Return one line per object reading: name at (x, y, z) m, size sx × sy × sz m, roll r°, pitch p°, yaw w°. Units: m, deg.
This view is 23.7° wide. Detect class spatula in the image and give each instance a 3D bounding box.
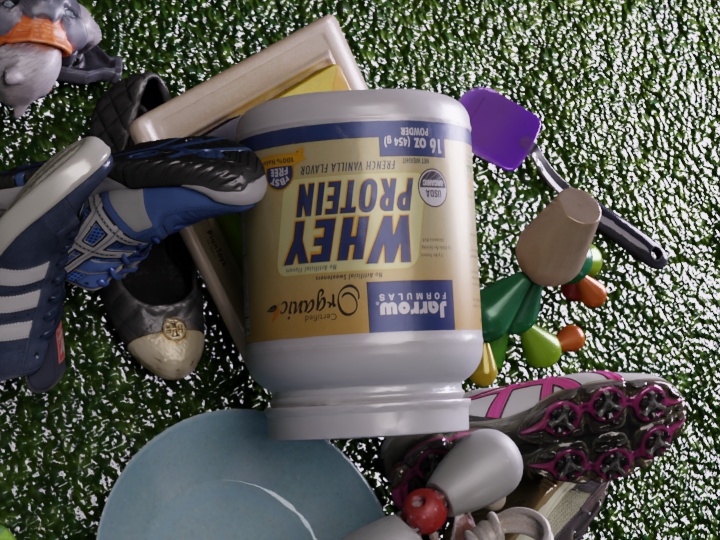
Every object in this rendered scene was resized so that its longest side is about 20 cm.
spatula at (0.150, -0.064, 1.265) m, size 0.200 × 0.021 × 0.057 m, roll 37°, pitch 64°, yaw -12°

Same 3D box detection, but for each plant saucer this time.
plant saucer at (-0.072, 0.186, 1.044) m, size 0.200 × 0.039 × 0.202 m, roll 9°, pitch 68°, yaw -24°

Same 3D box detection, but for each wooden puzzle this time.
wooden puzzle at (-0.038, -0.052, 1.119) m, size 0.200 × 0.037 × 0.185 m, roll -36°, pitch 105°, yaw -39°

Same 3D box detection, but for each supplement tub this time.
supplement tub at (0.000, 0.000, 1.033) m, size 0.144 × 0.144 × 0.201 m, roll -1°, pitch 85°, yaw -28°

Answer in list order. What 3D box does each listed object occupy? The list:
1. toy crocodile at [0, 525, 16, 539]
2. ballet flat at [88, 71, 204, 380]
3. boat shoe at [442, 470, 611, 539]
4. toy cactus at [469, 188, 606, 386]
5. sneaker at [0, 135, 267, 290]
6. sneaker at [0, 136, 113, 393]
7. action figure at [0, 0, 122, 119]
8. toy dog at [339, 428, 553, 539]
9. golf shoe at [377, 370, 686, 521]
toy crocodile at (-0.208, 0.206, 0.949) m, size 0.062 × 0.068 × 0.201 m, roll -12°, pitch 75°, yaw -9°
ballet flat at (-0.135, -0.029, 1.080) m, size 0.066 × 0.057 × 0.201 m, roll -4°, pitch 73°, yaw -30°
boat shoe at (0.123, 0.156, 1.146) m, size 0.201 × 0.072 × 0.066 m, roll -39°, pitch 124°, yaw -46°
toy cactus at (0.108, 0.004, 1.143) m, size 0.200 × 0.165 × 0.102 m, roll -18°, pitch 60°, yaw -37°
sneaker at (-0.138, -0.033, 1.016) m, size 0.076 × 0.199 × 0.077 m, roll -28°, pitch 109°, yaw -58°
sneaker at (-0.187, 0.015, 0.975) m, size 0.084 × 0.200 × 0.075 m, roll 39°, pitch 20°, yaw -10°
action figure at (-0.238, -0.185, 1.061) m, size 0.199 × 0.105 × 0.194 m, roll -2°, pitch 63°, yaw -31°
toy dog at (0.021, 0.187, 1.010) m, size 0.199 × 0.096 × 0.132 m, roll -23°, pitch 41°, yaw -4°
golf shoe at (0.108, 0.097, 1.108) m, size 0.199 × 0.092 × 0.073 m, roll -12°, pitch 115°, yaw -4°
